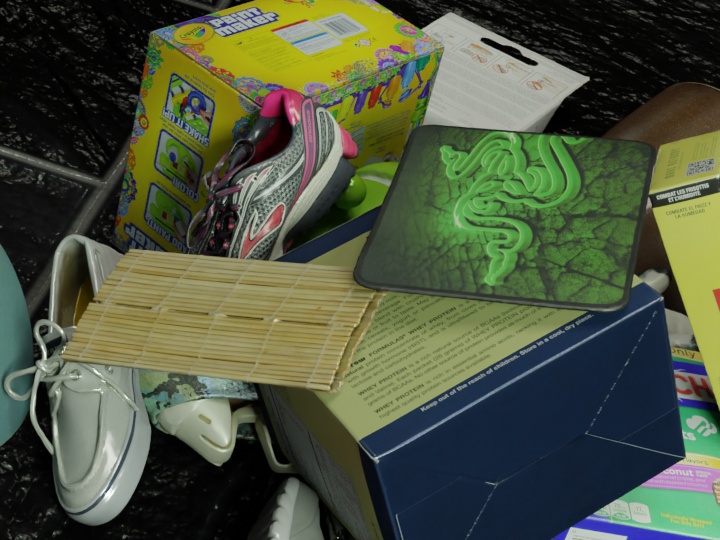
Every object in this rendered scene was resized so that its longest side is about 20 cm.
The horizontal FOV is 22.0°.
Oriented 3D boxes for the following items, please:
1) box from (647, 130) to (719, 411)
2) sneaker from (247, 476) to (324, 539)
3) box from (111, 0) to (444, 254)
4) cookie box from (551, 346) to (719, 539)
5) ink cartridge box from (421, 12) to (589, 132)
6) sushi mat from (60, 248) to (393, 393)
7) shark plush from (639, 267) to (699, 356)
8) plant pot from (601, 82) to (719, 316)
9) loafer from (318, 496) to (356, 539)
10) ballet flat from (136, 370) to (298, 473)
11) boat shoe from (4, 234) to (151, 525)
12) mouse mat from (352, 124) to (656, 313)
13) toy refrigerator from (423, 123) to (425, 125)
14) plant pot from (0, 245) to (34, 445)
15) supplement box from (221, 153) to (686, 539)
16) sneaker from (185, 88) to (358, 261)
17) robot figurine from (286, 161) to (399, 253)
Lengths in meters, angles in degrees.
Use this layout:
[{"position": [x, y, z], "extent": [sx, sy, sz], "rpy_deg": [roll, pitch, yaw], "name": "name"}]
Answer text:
[{"position": [0.241, 0.015, 1.205], "extent": [0.050, 0.200, 0.075], "rpy_deg": [-12, 24, 22], "name": "box"}, {"position": [-0.032, 0.214, 1.113], "extent": [0.082, 0.075, 0.200], "rpy_deg": [18, 41, -19], "name": "sneaker"}, {"position": [-0.063, -0.094, 1.406], "extent": [0.122, 0.193, 0.200], "rpy_deg": [36, 38, 27], "name": "box"}, {"position": [0.190, 0.133, 1.246], "extent": [0.171, 0.075, 0.200], "rpy_deg": [10, 34, -11], "name": "cookie box"}, {"position": [0.098, -0.162, 1.701], "extent": [0.161, 0.050, 0.200], "rpy_deg": [29, 33, 18], "name": "ink cartridge box"}, {"position": [-0.082, 0.028, 1.110], "extent": [0.200, 0.012, 0.096], "rpy_deg": [5, 50, 32], "name": "sushi mat"}, {"position": [0.172, 0.076, 1.361], "extent": [0.200, 0.083, 0.091], "rpy_deg": [-19, 43, -14], "name": "shark plush"}, {"position": [0.212, -0.025, 1.462], "extent": [0.200, 0.187, 0.187], "rpy_deg": [-27, 52, -25], "name": "plant pot"}, {"position": [0.019, 0.190, 1.156], "extent": [0.063, 0.072, 0.200], "rpy_deg": [-16, 47, -30], "name": "loafer"}, {"position": [-0.071, 0.101, 1.248], "extent": [0.200, 0.074, 0.074], "rpy_deg": [6, 36, -9], "name": "ballet flat"}, {"position": [-0.183, 0.061, 1.189], "extent": [0.086, 0.075, 0.202], "rpy_deg": [39, 42, -43], "name": "boat shoe"}, {"position": [0.092, -0.037, 1.128], "extent": [0.161, 0.008, 0.200], "rpy_deg": [5, 33, 11], "name": "mouse mat"}, {"position": [0.008, -0.098, 1.545], "extent": [0.200, 0.076, 0.070], "rpy_deg": [38, 40, 29], "name": "toy refrigerator"}, {"position": [-0.305, 0.018, 1.202], "extent": [0.200, 0.135, 0.200], "rpy_deg": [11, 35, -8], "name": "plant pot"}, {"position": [0.056, 0.062, 1.136], "extent": [0.200, 0.134, 0.200], "rpy_deg": [-28, 39, -16], "name": "supplement box"}, {"position": [-0.084, -0.031, 1.245], "extent": [0.081, 0.075, 0.200], "rpy_deg": [17, 71, 40], "name": "sneaker"}, {"position": [0.000, 0.000, 1.343], "extent": [0.116, 0.176, 0.200], "rpy_deg": [0, 35, 45], "name": "robot figurine"}]
